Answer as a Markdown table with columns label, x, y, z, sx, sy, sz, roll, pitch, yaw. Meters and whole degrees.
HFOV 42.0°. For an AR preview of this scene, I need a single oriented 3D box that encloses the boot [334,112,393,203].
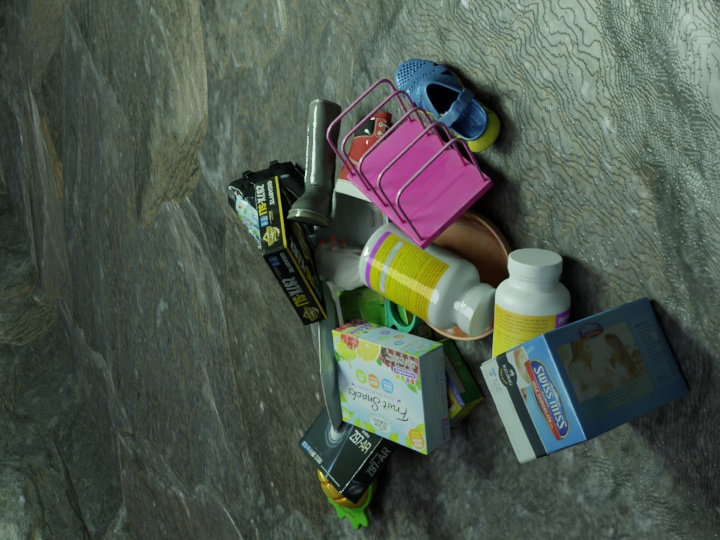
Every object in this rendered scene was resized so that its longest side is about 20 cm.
| label | x | y | z | sx | sy | sz | roll | pitch | yaw |
| --- | --- | --- | --- | --- | --- | --- | --- | --- | --- |
| boot | 0.048 | -0.172 | 1.470 | 0.199 | 0.072 | 0.147 | 23 | 96 | 44 |

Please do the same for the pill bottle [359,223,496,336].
| label | x | y | z | sx | sy | sz | roll | pitch | yaw |
| --- | --- | --- | --- | --- | --- | --- | --- | --- | --- |
| pill bottle | 0.101 | 0.017 | 1.361 | 0.199 | 0.104 | 0.106 | 30 | 126 | 31 |

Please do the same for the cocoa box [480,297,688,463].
| label | x | y | z | sx | sy | sz | roll | pitch | yaw |
| --- | --- | --- | --- | --- | --- | --- | --- | --- | --- |
| cocoa box | 0.276 | 0.133 | 1.155 | 0.131 | 0.198 | 0.135 | -36 | 72 | 54 |

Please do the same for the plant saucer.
| label | x | y | z | sx | sy | sz | roll | pitch | yaw |
| --- | --- | --- | --- | --- | --- | --- | --- | --- | --- |
| plant saucer | 0.151 | 0.004 | 1.415 | 0.198 | 0.032 | 0.204 | 12 | 110 | 36 |

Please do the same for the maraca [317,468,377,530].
| label | x | y | z | sx | sy | sz | roll | pitch | yaw |
| --- | --- | --- | --- | --- | --- | --- | --- | --- | --- |
| maraca | -0.024 | 0.400 | 1.781 | 0.136 | 0.106 | 0.203 | 24 | 125 | 44 |

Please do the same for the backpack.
| label | x | y | z | sx | sy | sz | roll | pitch | yaw |
| --- | --- | --- | --- | --- | --- | --- | --- | --- | --- |
| backpack | -0.131 | -0.098 | 1.748 | 0.199 | 0.162 | 0.156 | 29 | 133 | 40 |

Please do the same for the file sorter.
| label | x | y | z | sx | sy | sz | roll | pitch | yaw |
| --- | --- | --- | --- | --- | --- | --- | --- | --- | --- |
| file sorter | 0.063 | -0.162 | 1.342 | 0.200 | 0.139 | 0.126 | 46 | 176 | 40 |

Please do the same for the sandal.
| label | x | y | z | sx | sy | sz | roll | pitch | yaw |
| --- | --- | --- | --- | --- | --- | --- | --- | --- | --- |
| sandal | 0.117 | -0.254 | 1.354 | 0.200 | 0.087 | 0.080 | 42 | 100 | 36 |

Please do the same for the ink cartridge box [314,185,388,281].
| label | x | y | z | sx | sy | sz | roll | pitch | yaw |
| --- | --- | --- | --- | --- | --- | --- | --- | --- | --- |
| ink cartridge box | 0.006 | -0.068 | 1.592 | 0.197 | 0.057 | 0.166 | -5 | 96 | 36 |

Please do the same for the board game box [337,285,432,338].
| label | x | y | z | sx | sy | sz | roll | pitch | yaw |
| --- | --- | --- | --- | --- | --- | --- | --- | --- | --- |
| board game box | 0.039 | 0.074 | 1.629 | 0.199 | 0.047 | 0.103 | -11 | 92 | 57 |

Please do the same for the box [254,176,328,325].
| label | x | y | z | sx | sy | sz | roll | pitch | yaw |
| --- | --- | --- | --- | --- | --- | --- | --- | --- | --- |
| box | -0.115 | -0.030 | 1.560 | 0.201 | 0.049 | 0.161 | 64 | -168 | -47 |

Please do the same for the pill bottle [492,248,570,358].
| label | x | y | z | sx | sy | sz | roll | pitch | yaw |
| --- | --- | --- | --- | --- | --- | --- | --- | --- | --- |
| pill bottle | 0.234 | 0.078 | 1.287 | 0.104 | 0.103 | 0.204 | 25 | 121 | 50 |

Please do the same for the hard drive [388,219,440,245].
| label | x | y | z | sx | sy | sz | roll | pitch | yaw |
| --- | --- | --- | --- | --- | --- | --- | --- | --- | --- |
| hard drive | 0.077 | -0.062 | 1.541 | 0.199 | 0.032 | 0.142 | -8 | 93 | 57 |

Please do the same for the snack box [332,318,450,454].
| label | x | y | z | sx | sy | sz | roll | pitch | yaw |
| --- | --- | --- | --- | --- | --- | --- | --- | --- | --- |
| snack box | 0.049 | 0.185 | 1.525 | 0.198 | 0.067 | 0.172 | 15 | 118 | 45 |

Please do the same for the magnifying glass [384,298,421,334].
| label | x | y | z | sx | sy | sz | roll | pitch | yaw |
| --- | --- | --- | --- | --- | --- | --- | --- | --- | --- |
| magnifying glass | 0.058 | 0.105 | 1.549 | 0.080 | 0.022 | 0.202 | 46 | 137 | 36 |

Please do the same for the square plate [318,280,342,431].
| label | x | y | z | sx | sy | sz | roll | pitch | yaw |
| --- | --- | --- | --- | --- | --- | --- | --- | --- | --- |
| square plate | -0.050 | 0.151 | 1.665 | 0.202 | 0.028 | 0.201 | 81 | -176 | -51 |

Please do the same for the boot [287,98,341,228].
| label | x | y | z | sx | sy | sz | roll | pitch | yaw |
| --- | --- | --- | --- | --- | --- | --- | --- | --- | --- |
| boot | -0.067 | -0.174 | 1.517 | 0.182 | 0.071 | 0.204 | -60 | -19 | -87 |

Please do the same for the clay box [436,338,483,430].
| label | x | y | z | sx | sy | sz | roll | pitch | yaw |
| --- | --- | --- | --- | --- | --- | --- | --- | --- | --- |
| clay box | 0.117 | 0.215 | 1.559 | 0.116 | 0.047 | 0.201 | 61 | 143 | 23 |

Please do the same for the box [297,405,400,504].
| label | x | y | z | sx | sy | sz | roll | pitch | yaw |
| --- | --- | --- | --- | --- | --- | --- | --- | --- | --- |
| box | -0.015 | 0.300 | 1.676 | 0.161 | 0.043 | 0.200 | -52 | 30 | -3 |

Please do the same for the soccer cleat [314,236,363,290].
| label | x | y | z | sx | sy | sz | roll | pitch | yaw |
| --- | --- | --- | --- | --- | --- | --- | --- | --- | --- |
| soccer cleat | 0.000 | 0.000 | 1.543 | 0.198 | 0.069 | 0.079 | 18 | 116 | 44 |
